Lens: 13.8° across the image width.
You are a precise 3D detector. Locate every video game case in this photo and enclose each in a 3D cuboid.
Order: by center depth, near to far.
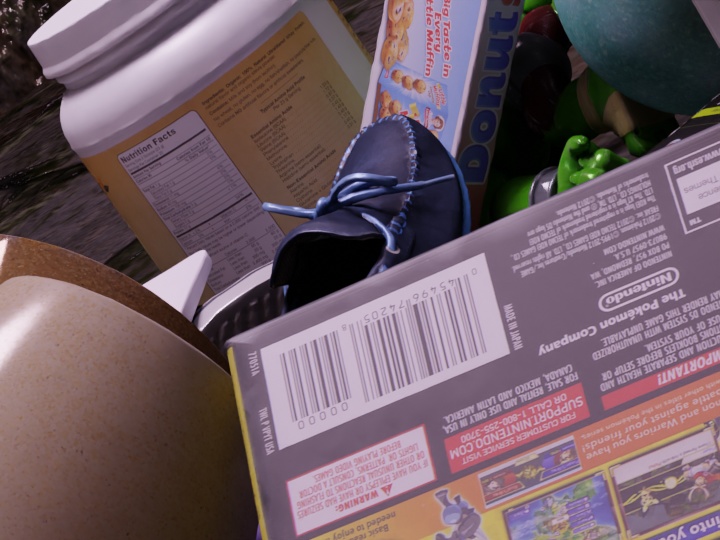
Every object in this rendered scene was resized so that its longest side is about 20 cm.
[{"bbox_3d":[0.069,0.057,0.773,0.199,0.026,0.181,-23,52,14],"label":"video game case"}]

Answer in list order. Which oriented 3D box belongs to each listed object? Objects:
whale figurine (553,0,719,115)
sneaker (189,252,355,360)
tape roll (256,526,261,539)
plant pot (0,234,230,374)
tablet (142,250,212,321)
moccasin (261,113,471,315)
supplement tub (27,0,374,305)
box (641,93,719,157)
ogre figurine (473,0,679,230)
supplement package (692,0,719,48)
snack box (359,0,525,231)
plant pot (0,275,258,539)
[{"bbox_3d":[0.154,-0.122,1.297,0.104,0.159,0.200,-63,-18,14],"label":"whale figurine"},{"bbox_3d":[-0.073,0.058,1.318,0.200,0.079,0.079,-40,18,-11],"label":"sneaker"},{"bbox_3d":[0.064,0.066,0.908,0.199,0.085,0.200,-33,12,8],"label":"tape roll"},{"bbox_3d":[-0.152,0.121,1.126,0.186,0.186,0.200,-26,28,38],"label":"plant pot"},{"bbox_3d":[-0.152,0.070,1.312,0.200,0.014,0.130,-30,25,30],"label":"tablet"},{"bbox_3d":[0.000,0.000,1.226,0.080,0.068,0.201,-35,31,31],"label":"moccasin"},{"bbox_3d":[-0.054,-0.064,1.435,0.144,0.200,0.144,-33,12,8],"label":"supplement tub"},{"bbox_3d":[0.204,-0.067,1.120,0.193,0.048,0.200,-41,14,-16],"label":"box"},{"bbox_3d":[0.084,-0.082,1.358,0.120,0.098,0.201,-32,56,39],"label":"ogre figurine"},{"bbox_3d":[0.212,-0.168,1.093,0.199,0.120,0.121,-23,15,41],"label":"supplement package"},{"bbox_3d":[0.036,-0.095,1.316,0.024,0.201,0.072,0,19,-38],"label":"snack box"},{"bbox_3d":[-0.112,0.108,0.847,0.187,0.187,0.201,-12,45,61],"label":"plant pot"}]
